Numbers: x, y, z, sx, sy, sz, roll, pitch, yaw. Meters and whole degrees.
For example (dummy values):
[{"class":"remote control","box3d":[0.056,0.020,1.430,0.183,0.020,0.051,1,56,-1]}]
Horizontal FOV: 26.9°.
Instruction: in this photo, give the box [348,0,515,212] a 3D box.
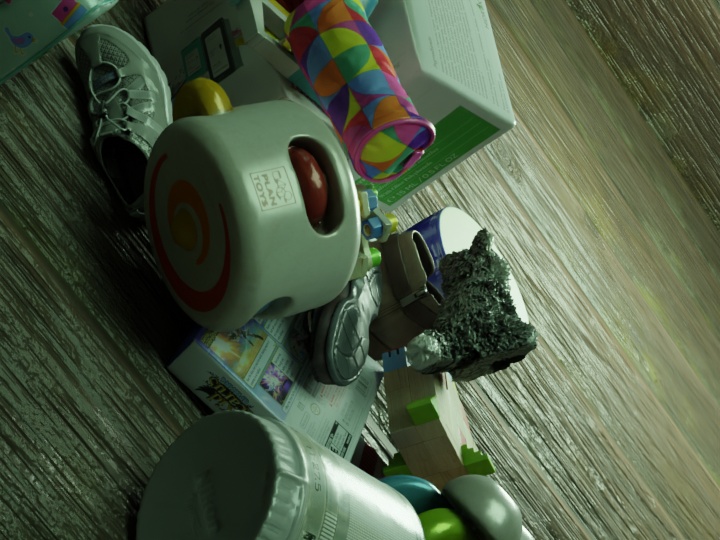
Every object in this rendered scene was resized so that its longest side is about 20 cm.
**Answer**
[{"class":"box","box3d":[0.033,-0.215,1.662,0.170,0.198,0.202,24,44,-42]}]

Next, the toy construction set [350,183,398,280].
[{"class":"toy construction set","box3d":[-0.046,-0.057,1.400,0.091,0.133,0.200,-8,34,-25]}]

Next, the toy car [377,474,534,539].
[{"class":"toy car","box3d":[0.052,0.250,1.329,0.150,0.175,0.200,44,-8,33]}]

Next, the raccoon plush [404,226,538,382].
[{"class":"raccoon plush","box3d":[0.097,0.024,1.432,0.200,0.096,0.136,20,48,-65]}]

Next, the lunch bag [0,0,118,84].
[{"class":"lunch bag","box3d":[-0.273,-0.228,1.259,0.078,0.159,0.201,56,17,-18]}]

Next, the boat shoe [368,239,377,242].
[{"class":"boat shoe","box3d":[-0.019,-0.036,1.661,0.202,0.074,0.086,46,22,-8]}]

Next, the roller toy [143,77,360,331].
[{"class":"roller toy","box3d":[-0.100,-0.048,1.286,0.138,0.202,0.182,-14,38,-34]}]

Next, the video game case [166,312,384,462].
[{"class":"video game case","box3d":[-0.072,0.092,1.387,0.181,0.045,0.200,44,26,-9]}]

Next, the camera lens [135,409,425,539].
[{"class":"camera lens","box3d":[-0.056,0.214,1.168,0.199,0.159,0.161,37,32,-41]}]

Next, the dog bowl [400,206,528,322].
[{"class":"dog bowl","box3d":[0.123,0.026,1.853,0.200,0.078,0.201,44,28,-31]}]

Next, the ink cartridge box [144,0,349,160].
[{"class":"ink cartridge box","box3d":[-0.110,-0.193,1.554,0.146,0.145,0.202,26,40,-51]}]

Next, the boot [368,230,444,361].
[{"class":"boot","box3d":[0.000,0.000,1.549,0.201,0.145,0.070,58,23,-3]}]

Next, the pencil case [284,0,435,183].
[{"class":"pencil case","box3d":[-0.001,-0.173,1.379,0.088,0.088,0.201,30,28,-48]}]

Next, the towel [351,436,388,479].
[{"class":"towel","box3d":[-0.015,0.209,1.435,0.200,0.023,0.145,50,27,-18]}]

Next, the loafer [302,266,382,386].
[{"class":"loafer","box3d":[-0.025,0.048,1.421,0.201,0.062,0.073,-69,145,-58]}]

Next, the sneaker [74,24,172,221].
[{"class":"sneaker","box3d":[-0.212,-0.137,1.369,0.202,0.074,0.082,64,22,10]}]

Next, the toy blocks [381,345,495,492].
[{"class":"toy blocks","box3d":[0.071,0.146,1.488,0.138,0.099,0.201,-96,164,-45]}]

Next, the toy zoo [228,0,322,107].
[{"class":"toy zoo","box3d":[-0.065,-0.233,1.482,0.199,0.020,0.132,37,33,-38]}]

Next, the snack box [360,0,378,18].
[{"class":"snack box","box3d":[-0.080,-0.329,1.534,0.199,0.037,0.116,39,8,18]}]
